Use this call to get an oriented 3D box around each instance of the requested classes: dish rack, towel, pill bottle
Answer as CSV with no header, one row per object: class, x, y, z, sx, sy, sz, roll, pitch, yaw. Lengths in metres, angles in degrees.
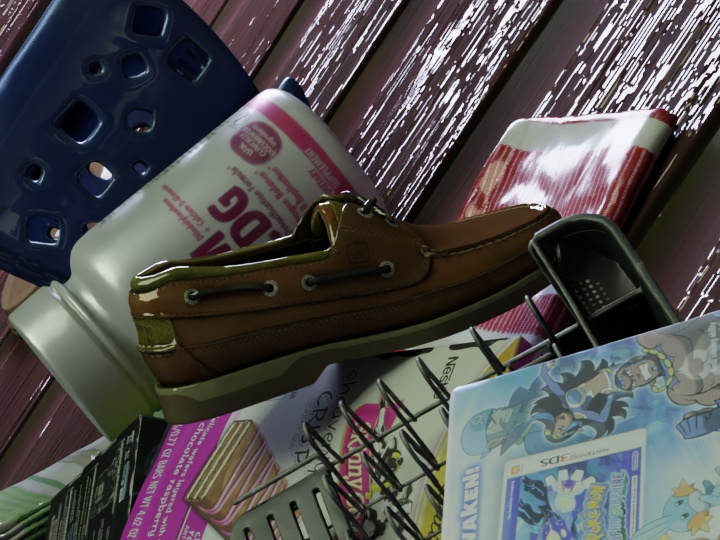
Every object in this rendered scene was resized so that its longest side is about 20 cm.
dish rack,0.037,0.086,0.659,0.200,0.055,0.153,-31,43,5
towel,-0.188,0.131,1.120,0.200,0.031,0.149,-28,10,-25
pill bottle,-0.091,0.000,1.043,0.200,0.113,0.113,-40,18,-11
towel,0.065,0.009,0.885,0.200,0.023,0.144,-60,21,-9

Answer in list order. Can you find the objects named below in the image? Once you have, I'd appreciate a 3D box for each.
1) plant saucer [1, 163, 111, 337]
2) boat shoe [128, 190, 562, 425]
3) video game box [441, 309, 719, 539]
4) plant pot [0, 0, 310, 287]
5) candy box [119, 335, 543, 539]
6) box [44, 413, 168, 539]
plant saucer,-0.274,-0.030,1.711,0.200,0.029,0.200,-46,22,25
boat shoe,0.000,0.000,0.787,0.200,0.068,0.072,-21,10,-21
video game box,0.108,0.095,0.518,0.182,0.047,0.200,-17,41,23
plant pot,-0.140,-0.065,1.191,0.200,0.180,0.200,-60,0,-8
candy box,-0.013,0.107,0.781,0.200,0.061,0.136,-10,48,40
box,-0.126,0.190,0.913,0.160,0.044,0.200,138,142,-56
